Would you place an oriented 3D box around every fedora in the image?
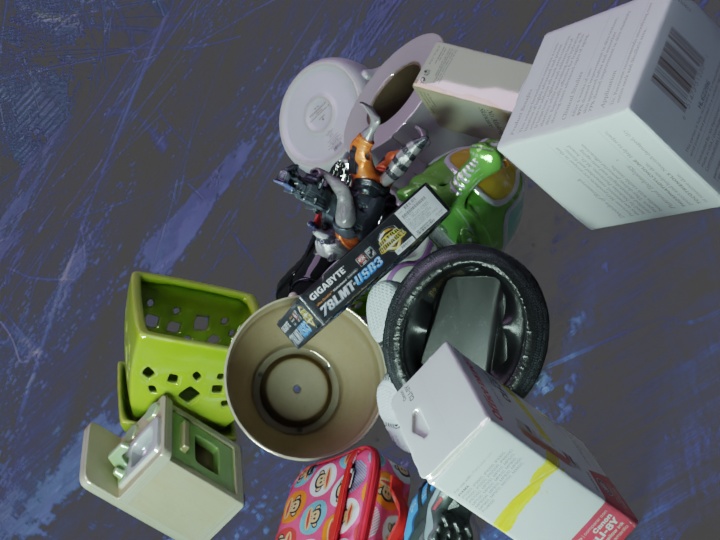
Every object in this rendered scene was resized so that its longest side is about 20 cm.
[{"bbox_3d":[0.122,0.069,1.480,0.201,0.201,0.092,-48,-9,13],"label":"fedora"}]

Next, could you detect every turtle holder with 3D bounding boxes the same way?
[{"bbox_3d":[0.126,-0.092,1.602,0.132,0.186,0.141,-42,45,-16],"label":"turtle holder"}]

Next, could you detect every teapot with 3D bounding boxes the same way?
[{"bbox_3d":[-0.016,-0.232,2.070,0.199,0.146,0.199,9,91,40],"label":"teapot"}]

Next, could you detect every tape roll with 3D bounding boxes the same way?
[{"bbox_3d":[0.093,-0.204,1.837,0.203,0.139,0.203,-40,30,28],"label":"tape roll"}]

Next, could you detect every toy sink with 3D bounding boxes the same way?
[{"bbox_3d":[-0.265,0.261,1.817,0.112,0.200,0.131,-45,26,19],"label":"toy sink"}]

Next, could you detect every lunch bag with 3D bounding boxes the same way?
[{"bbox_3d":[-0.016,0.300,1.485,0.176,0.082,0.201,-25,39,40],"label":"lunch bag"}]

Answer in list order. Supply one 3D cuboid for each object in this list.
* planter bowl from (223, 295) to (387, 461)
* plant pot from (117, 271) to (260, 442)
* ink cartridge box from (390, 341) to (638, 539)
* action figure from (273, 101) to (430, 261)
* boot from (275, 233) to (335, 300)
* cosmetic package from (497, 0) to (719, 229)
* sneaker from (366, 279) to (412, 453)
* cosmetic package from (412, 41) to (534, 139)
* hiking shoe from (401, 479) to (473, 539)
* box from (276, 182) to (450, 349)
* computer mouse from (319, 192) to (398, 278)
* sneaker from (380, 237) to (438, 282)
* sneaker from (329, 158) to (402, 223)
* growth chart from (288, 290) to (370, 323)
[{"bbox_3d":[-0.074,0.143,1.672,0.201,0.199,0.135,-62,1,-15],"label":"planter bowl"},{"bbox_3d":[-0.253,0.137,1.938,0.199,0.199,0.182,-114,39,-61],"label":"plant pot"},{"bbox_3d":[0.138,0.174,1.221,0.083,0.200,0.145,-49,26,11],"label":"ink cartridge box"},{"bbox_3d":[-0.008,-0.099,1.603,0.104,0.200,0.194,32,102,29],"label":"action figure"},{"bbox_3d":[-0.055,0.031,1.886,0.198,0.073,0.163,-47,26,23],"label":"boot"},{"bbox_3d":[0.288,-0.166,1.420,0.200,0.166,0.168,-10,49,55],"label":"cosmetic package"},{"bbox_3d":[0.077,0.108,1.563,0.075,0.114,0.201,-22,75,50],"label":"sneaker"},{"bbox_3d":[0.175,-0.207,1.643,0.199,0.104,0.073,21,75,35],"label":"cosmetic package"},{"bbox_3d":[0.092,0.222,1.390,0.087,0.074,0.201,-3,56,58],"label":"hiking shoe"},{"bbox_3d":[0.000,0.000,1.544,0.198,0.050,0.200,-40,-3,-15],"label":"box"},{"bbox_3d":[-0.012,-0.008,1.746,0.044,0.110,0.200,33,81,21],"label":"computer mouse"},{"bbox_3d":[0.072,-0.010,1.736,0.200,0.075,0.100,-56,11,-13],"label":"sneaker"},{"bbox_3d":[0.033,-0.092,1.879,0.200,0.081,0.075,48,118,43],"label":"sneaker"},{"bbox_3d":[-0.018,0.048,1.786,0.199,0.018,0.145,-19,47,20],"label":"growth chart"}]
